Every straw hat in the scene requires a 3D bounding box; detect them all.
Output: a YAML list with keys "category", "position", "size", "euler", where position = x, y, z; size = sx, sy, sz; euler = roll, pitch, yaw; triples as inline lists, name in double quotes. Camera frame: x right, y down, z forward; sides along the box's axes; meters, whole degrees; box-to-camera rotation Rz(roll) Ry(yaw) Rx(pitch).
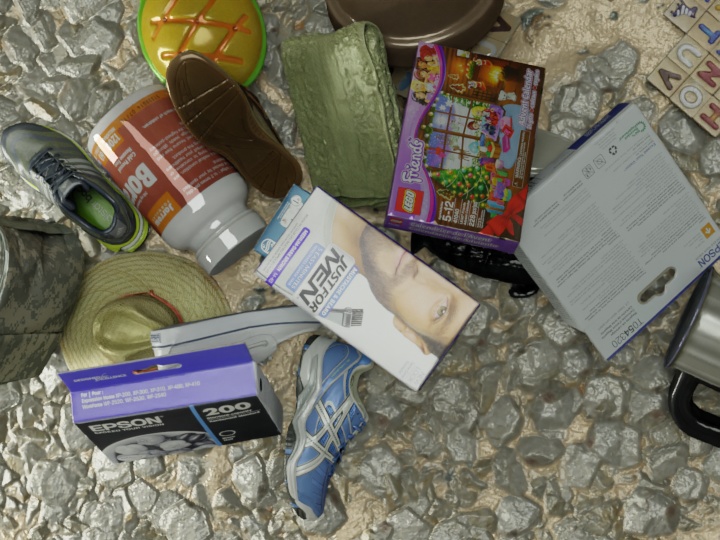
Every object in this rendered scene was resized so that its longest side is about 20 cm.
- category: "straw hat"
  position: [-0.245, 0.068, 1.597]
  size: [0.201, 0.085, 0.201]
  euler: [0, 85, 5]

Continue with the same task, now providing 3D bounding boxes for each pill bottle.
- category: "pill bottle"
  position: [-0.195, -0.096, 1.591]
  size: [0.112, 0.112, 0.200]
  euler: [-41, 83, 1]

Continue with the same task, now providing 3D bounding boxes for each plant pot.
- category: "plant pot"
  position: [0.051, -0.342, 1.529]
  size: [0.200, 0.175, 0.200]
  euler: [-3, 63, 6]

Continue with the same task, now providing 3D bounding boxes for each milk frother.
- category: "milk frother"
  position: [0.409, 0.114, 1.483]
  size: [0.188, 0.200, 0.181]
  euler: [23, 92, 6]

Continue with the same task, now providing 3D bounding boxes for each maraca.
- category: "maraca"
  position: [-0.183, -0.280, 1.605]
  size: [0.137, 0.107, 0.200]
  euler: [-26, 86, -6]

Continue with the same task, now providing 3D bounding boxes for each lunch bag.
- category: "lunch bag"
  position: [-0.389, 0.019, 1.556]
  size: [0.139, 0.200, 0.168]
  euler: [34, 97, 15]

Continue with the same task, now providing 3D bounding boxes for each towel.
- category: "towel"
  position: [-0.012, -0.162, 1.561]
  size: [0.148, 0.036, 0.200]
  euler: [-2, 109, 45]

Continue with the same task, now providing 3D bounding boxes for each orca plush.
- category: "orca plush"
  position: [0.152, -0.034, 1.578]
  size: [0.200, 0.071, 0.105]
  euler: [21, 88, 6]

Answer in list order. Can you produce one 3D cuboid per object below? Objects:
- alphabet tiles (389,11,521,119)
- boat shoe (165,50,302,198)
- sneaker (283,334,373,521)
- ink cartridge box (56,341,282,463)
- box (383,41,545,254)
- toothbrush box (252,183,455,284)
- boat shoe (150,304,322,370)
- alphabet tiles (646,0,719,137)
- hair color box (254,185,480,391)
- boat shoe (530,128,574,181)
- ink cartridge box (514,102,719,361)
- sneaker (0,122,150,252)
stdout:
- category: "alphabet tiles"
  position: [0.084, -0.206, 1.584]
  size: [0.167, 0.008, 0.200]
  euler: [27, 79, 32]
- category: "boat shoe"
  position: [-0.138, -0.164, 1.572]
  size: [0.072, 0.072, 0.200]
  euler: [-38, 120, 12]
- category: "sneaker"
  position: [-0.035, 0.172, 1.576]
  size: [0.077, 0.076, 0.200]
  euler: [7, 88, 10]
- category: "ink cartridge box"
  position: [-0.194, 0.142, 1.532]
  size: [0.198, 0.200, 0.043]
  euler: [-10, 64, 4]
- category: "box"
  position: [0.107, -0.126, 1.491]
  size: [0.137, 0.039, 0.200]
  euler: [11, 70, -2]
- category: "toothbrush box"
  position: [0.000, 0.000, 1.552]
  size: [0.200, 0.146, 0.085]
  euler: [31, 90, 5]
- category: "boat shoe"
  position: [-0.127, 0.078, 1.573]
  size: [0.200, 0.074, 0.065]
  euler: [-10, 91, -21]
- category: "alphabet tiles"
  position: [0.416, -0.252, 1.596]
  size: [0.167, 0.008, 0.200]
  euler: [42, 90, 6]
- category: "hair color box"
  position: [0.008, 0.018, 1.446]
  size: [0.200, 0.065, 0.109]
  euler: [35, 90, 4]
- category: "boat shoe"
  position: [0.142, -0.111, 1.591]
  size: [0.200, 0.060, 0.074]
  euler: [-1, 46, 0]
- category: "ink cartridge box"
  position: [0.267, -0.041, 1.553]
  size: [0.196, 0.043, 0.200]
  euler: [-40, 107, -11]
- category: "sneaker"
  position: [-0.321, -0.099, 1.617]
  size: [0.200, 0.081, 0.074]
  euler: [37, 89, 9]
